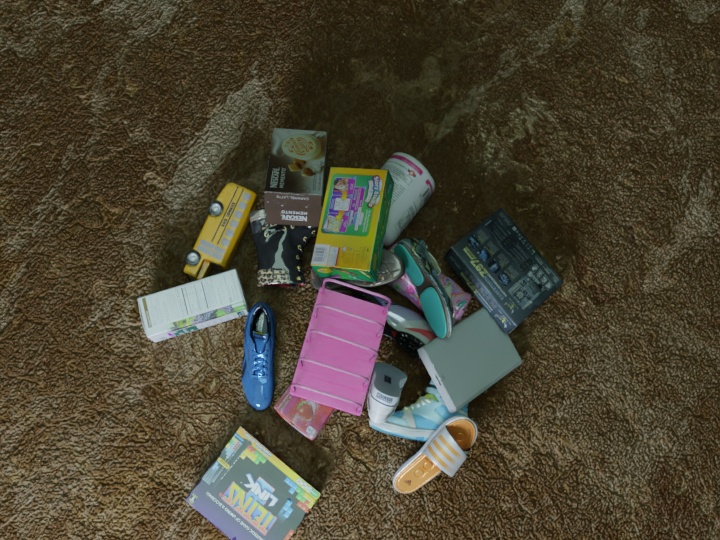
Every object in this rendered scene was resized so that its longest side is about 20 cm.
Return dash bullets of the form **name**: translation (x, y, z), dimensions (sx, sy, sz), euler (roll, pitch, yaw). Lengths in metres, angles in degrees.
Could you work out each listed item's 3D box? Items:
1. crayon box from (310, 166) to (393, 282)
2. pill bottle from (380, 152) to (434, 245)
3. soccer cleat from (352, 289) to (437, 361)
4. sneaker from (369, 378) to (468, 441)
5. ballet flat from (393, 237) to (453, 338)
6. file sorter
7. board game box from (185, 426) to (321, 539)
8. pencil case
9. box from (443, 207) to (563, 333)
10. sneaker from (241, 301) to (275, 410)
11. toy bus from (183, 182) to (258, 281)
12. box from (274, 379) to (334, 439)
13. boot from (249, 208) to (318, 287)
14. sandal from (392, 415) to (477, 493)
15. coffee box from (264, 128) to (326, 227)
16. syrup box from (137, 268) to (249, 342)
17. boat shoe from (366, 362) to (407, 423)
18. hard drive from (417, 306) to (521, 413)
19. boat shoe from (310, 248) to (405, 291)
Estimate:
- **crayon box**: translation (-0.013, -0.088, 1.490), dimensions (0.116, 0.058, 0.205), euler (5, 71, 18)
- **pill bottle**: translation (0.048, -0.124, 1.587), dimensions (0.113, 0.114, 0.201), euler (38, 74, 6)
- **soccer cleat**: translation (0.071, 0.095, 1.577), dimensions (0.198, 0.069, 0.073), euler (36, 45, 15)
- **sneaker**: translation (0.116, 0.256, 1.529), dimensions (0.195, 0.080, 0.134), euler (11, 78, -11)
- **ballet flat**: translation (0.136, 0.026, 1.506), dimensions (0.073, 0.074, 0.204), euler (-25, 83, -8)
- **file sorter**: translation (-0.034, 0.133, 1.421), dimensions (0.135, 0.126, 0.205), euler (16, 75, 0)
- **board game box**: translation (-0.196, 0.418, 1.485), dimensions (0.198, 0.057, 0.167), euler (37, 77, 5)
- **pencil case**: translation (0.120, 0.028, 1.576), dimensions (0.198, 0.088, 0.088), euler (36, 77, 4)
- **box**: translation (0.284, -0.002, 1.591), dimensions (0.157, 0.051, 0.201), euler (-36, 81, -28)
- **sneaker**: translation (-0.195, 0.162, 1.533), dimensions (0.064, 0.079, 0.206), euler (1, 78, -5)
- **toy bus**: translation (-0.277, -0.069, 1.588), dimensions (0.077, 0.065, 0.204), euler (22, 76, 1)
- **box**: translation (-0.068, 0.210, 1.516), dimensions (0.095, 0.100, 0.202), euler (36, 77, 6)
- **boot**: translation (-0.120, -0.047, 1.588), dimensions (0.194, 0.073, 0.155), euler (-1, 83, -14)
- **sandal**: translation (0.142, 0.355, 1.473), dimensions (0.079, 0.060, 0.207), euler (35, 109, -20)
- **coffee box**: translation (-0.124, -0.184, 1.568), dimensions (0.111, 0.081, 0.203), euler (3, 45, -1)
- **syrup box**: translation (-0.320, 0.069, 1.546), dimensions (0.195, 0.079, 0.083), euler (-18, 79, -7)
- **boat shoe**: translation (0.040, 0.224, 1.482), dimensions (0.072, 0.200, 0.067), euler (23, 101, 7)
- **hard drive**: translation (0.211, 0.164, 1.532), dimensions (0.198, 0.026, 0.134), euler (-27, 87, -35)
- **boat shoe**: translation (0.000, 0.000, 1.540), dimensions (0.195, 0.073, 0.077), euler (-4, 81, 27)
